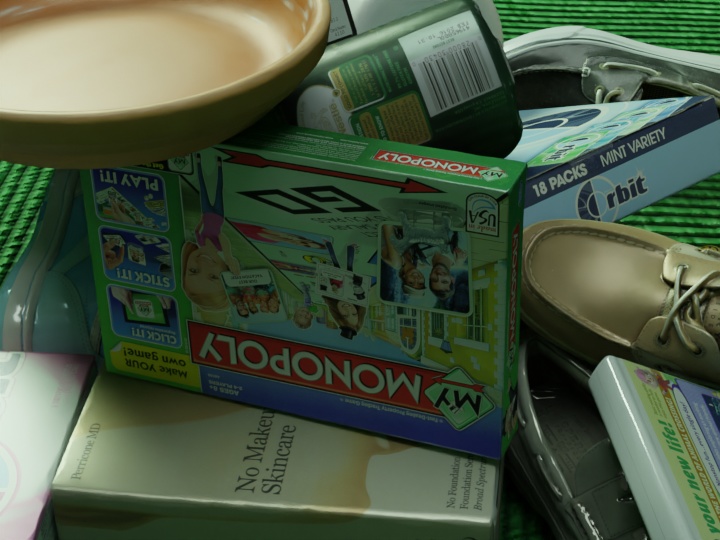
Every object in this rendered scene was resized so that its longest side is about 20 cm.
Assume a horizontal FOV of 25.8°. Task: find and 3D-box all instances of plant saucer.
[{"bbox_3d":[-0.111,-0.097,0.692,0.198,0.038,0.201,-1,33,1],"label":"plant saucer"}]

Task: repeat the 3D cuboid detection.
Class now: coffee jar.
[{"bbox_3d":[-0.025,-0.063,0.788,0.198,0.086,0.104,-21,0,-6],"label":"coffee jar"}]

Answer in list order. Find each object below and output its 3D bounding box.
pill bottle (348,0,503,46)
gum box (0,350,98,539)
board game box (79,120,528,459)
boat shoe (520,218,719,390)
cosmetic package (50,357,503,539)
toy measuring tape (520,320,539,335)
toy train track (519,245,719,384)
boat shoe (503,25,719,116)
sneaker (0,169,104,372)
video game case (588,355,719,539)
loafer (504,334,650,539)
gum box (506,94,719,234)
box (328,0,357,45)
[{"bbox_3d":[0.006,-0.164,1.043,0.112,0.114,0.200,-14,25,-17],"label":"pill bottle"},{"bbox_3d":[-0.193,0.123,0.714,0.112,0.067,0.201,2,36,4],"label":"gum box"},{"bbox_3d":[-0.027,0.002,0.692,0.198,0.136,0.029,10,33,19],"label":"board game box"},{"bbox_3d":[0.165,0.020,0.748,0.198,0.065,0.072,18,78,-2],"label":"boat shoe"},{"bbox_3d":[-0.033,0.101,0.733,0.198,0.072,0.106,3,36,6],"label":"cosmetic package"},{"bbox_3d":[0.155,0.000,0.864,0.198,0.074,0.074,-13,37,-14],"label":"toy measuring tape"},{"bbox_3d":[0.167,0.017,0.818,0.198,0.116,0.033,-17,24,-4],"label":"toy train track"},{"bbox_3d":[0.169,-0.111,1.011,0.198,0.073,0.071,2,32,2],"label":"boat shoe"},{"bbox_3d":[-0.116,-0.006,0.881,0.129,0.080,0.201,3,46,10],"label":"sneaker"},{"bbox_3d":[0.198,0.128,0.661,0.181,0.022,0.201,19,31,-22],"label":"video game case"},{"bbox_3d":[0.119,0.105,0.720,0.069,0.070,0.200,-18,39,-21],"label":"loafer"},{"bbox_3d":[0.077,-0.048,0.884,0.169,0.045,0.199,-24,13,-27],"label":"gum box"},{"bbox_3d":[-0.134,-0.108,0.866,0.197,0.050,0.199,-21,9,-31],"label":"box"}]
